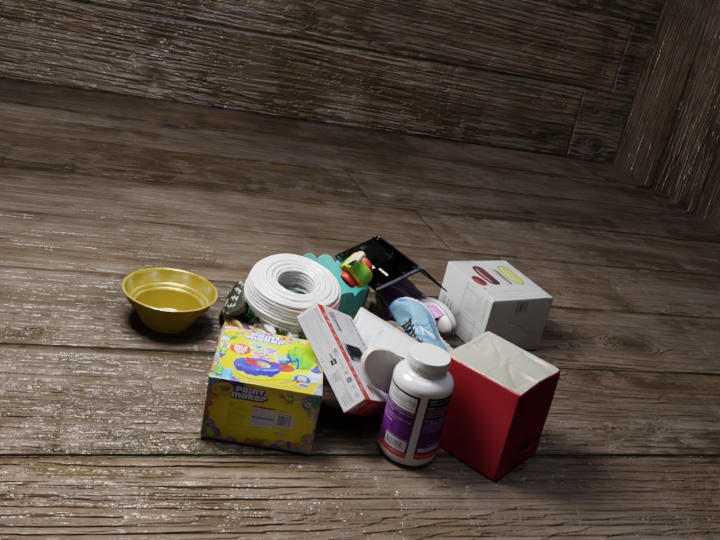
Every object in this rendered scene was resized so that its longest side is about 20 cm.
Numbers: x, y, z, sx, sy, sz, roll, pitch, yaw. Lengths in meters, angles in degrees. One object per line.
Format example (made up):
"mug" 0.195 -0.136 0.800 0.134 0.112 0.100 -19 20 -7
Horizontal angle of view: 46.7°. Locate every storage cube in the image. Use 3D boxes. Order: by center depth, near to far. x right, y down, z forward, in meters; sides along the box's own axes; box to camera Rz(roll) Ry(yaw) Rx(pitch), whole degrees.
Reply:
"storage cube" 0.248 0.249 1.570 0.198 0.184 0.169 27 26 33

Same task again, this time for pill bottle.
"pill bottle" 0.102 0.237 1.489 0.110 0.204 0.113 11 22 -5

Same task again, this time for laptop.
"laptop" 0.071 0.007 1.923 0.197 0.105 0.177 -25 39 -25

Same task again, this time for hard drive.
"hard drive" 0.056 0.177 1.697 0.197 0.027 0.133 31 54 3

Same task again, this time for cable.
"cable" -0.137 0.043 1.676 0.198 0.070 0.200 -16 46 -41

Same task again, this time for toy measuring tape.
"toy measuring tape" 0.000 0.000 1.753 0.072 0.075 0.200 8 -7 -10

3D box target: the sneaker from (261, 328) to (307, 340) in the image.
"sneaker" -0.132 0.122 1.741 0.195 0.091 0.077 4 18 9

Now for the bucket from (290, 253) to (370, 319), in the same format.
"bucket" -0.084 0.065 1.874 0.202 0.138 0.208 10 22 -4

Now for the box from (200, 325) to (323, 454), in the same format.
"box" -0.172 0.212 1.507 0.195 0.125 0.193 10 22 -6

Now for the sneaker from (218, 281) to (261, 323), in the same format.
"sneaker" -0.241 0.078 1.769 0.087 0.078 0.200 24 -12 -11

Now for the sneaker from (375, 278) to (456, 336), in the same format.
"sneaker" 0.117 0.101 1.890 0.199 0.074 0.113 34 42 31

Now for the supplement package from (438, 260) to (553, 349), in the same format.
"supplement package" 0.321 0.085 2.031 0.188 0.150 0.200 -1 27 -30

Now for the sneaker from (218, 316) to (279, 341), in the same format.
"sneaker" -0.213 0.149 1.688 0.089 0.076 0.198 25 -6 -36

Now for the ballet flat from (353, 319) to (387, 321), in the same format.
"ballet flat" 0.048 0.141 1.866 0.196 0.070 0.063 16 10 -27

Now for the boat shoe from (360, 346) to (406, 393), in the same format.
"boat shoe" 0.056 0.191 1.574 0.199 0.075 0.092 38 -5 -35

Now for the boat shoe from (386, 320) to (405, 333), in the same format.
"boat shoe" 0.013 0.183 1.742 0.198 0.074 0.075 -28 70 -30

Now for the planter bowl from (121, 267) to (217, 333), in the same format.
"planter bowl" -0.402 0.075 1.748 0.196 0.085 0.201 11 22 -5

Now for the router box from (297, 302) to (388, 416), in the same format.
"router box" -0.024 0.170 1.561 0.202 0.048 0.179 61 12 19

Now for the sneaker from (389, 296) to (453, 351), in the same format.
"sneaker" 0.128 0.142 1.794 0.201 0.079 0.089 52 30 16

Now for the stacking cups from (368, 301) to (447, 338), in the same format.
"stacking cups" 0.115 0.122 1.953 0.195 0.062 0.061 12 22 -6
